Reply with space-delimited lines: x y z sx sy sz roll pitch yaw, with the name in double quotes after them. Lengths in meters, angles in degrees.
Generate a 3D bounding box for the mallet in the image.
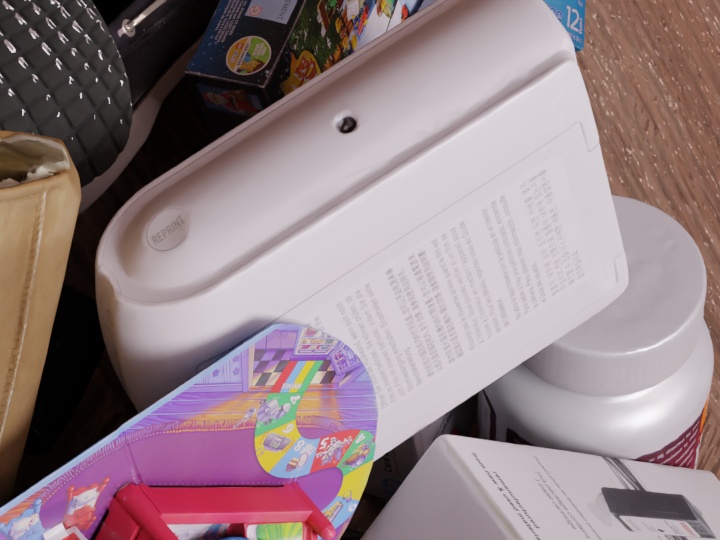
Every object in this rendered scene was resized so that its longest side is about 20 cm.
-0.174 -0.015 0.766 0.200 0.041 0.066 51 51 -24 "mallet"

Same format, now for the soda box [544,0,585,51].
0.029 -0.162 0.985 0.199 0.067 0.065 17 71 -45 "soda box"

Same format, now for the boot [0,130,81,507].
-0.126 0.049 0.701 0.175 0.066 0.202 -24 132 -62 "boot"

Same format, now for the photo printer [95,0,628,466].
0.000 0.000 0.752 0.199 0.070 0.167 -33 144 -6 "photo printer"

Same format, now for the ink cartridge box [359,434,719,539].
0.080 0.157 0.854 0.199 0.145 0.084 13 31 -45 "ink cartridge box"

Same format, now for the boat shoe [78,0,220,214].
-0.102 -0.109 0.834 0.060 0.074 0.201 52 58 -34 "boat shoe"

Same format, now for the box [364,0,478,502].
0.035 -0.008 0.923 0.201 0.041 0.156 76 34 -47 "box"

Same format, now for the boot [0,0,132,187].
-0.152 -0.135 0.749 0.201 0.067 0.131 57 6 -26 "boot"

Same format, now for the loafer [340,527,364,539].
0.018 0.156 0.922 0.199 0.063 0.073 10 78 -46 "loafer"

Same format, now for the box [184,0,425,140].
-0.009 -0.079 0.881 0.200 0.037 0.137 68 39 -56 "box"

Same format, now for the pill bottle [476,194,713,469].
0.110 0.063 0.940 0.201 0.109 0.110 88 25 -51 "pill bottle"

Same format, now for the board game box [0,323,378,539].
-0.061 0.113 0.706 0.199 0.039 0.159 -33 144 -18 "board game box"
